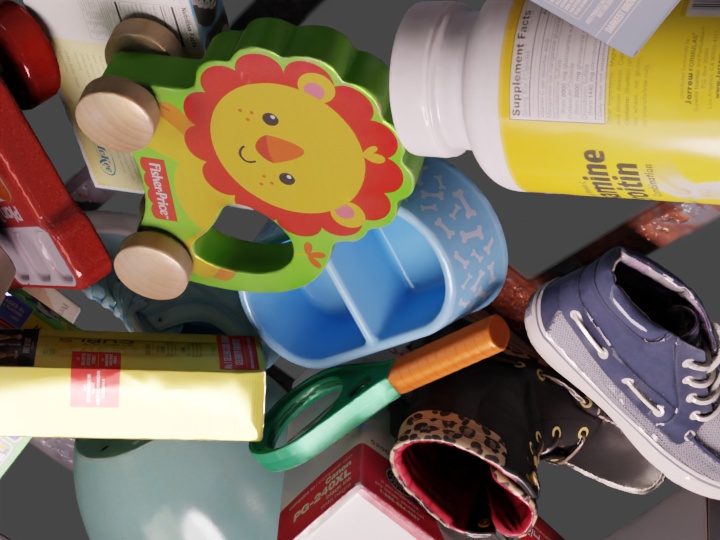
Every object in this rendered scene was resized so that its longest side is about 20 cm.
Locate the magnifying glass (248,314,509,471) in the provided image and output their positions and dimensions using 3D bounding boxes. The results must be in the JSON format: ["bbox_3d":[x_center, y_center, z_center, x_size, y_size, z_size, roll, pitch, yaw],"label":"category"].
[{"bbox_3d":[0.008,0.073,1.099,0.199,0.080,0.022,-29,111,35],"label":"magnifying glass"}]

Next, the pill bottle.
[{"bbox_3d":[0.120,-0.094,0.901,0.198,0.113,0.113,5,140,25],"label":"pill bottle"}]

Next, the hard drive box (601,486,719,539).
[{"bbox_3d":[0.227,0.252,1.256,0.155,0.077,0.200,34,128,-19],"label":"hard drive box"}]

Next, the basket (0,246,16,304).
[{"bbox_3d":[-0.297,0.054,1.024,0.135,0.201,0.181,16,156,36],"label":"basket"}]

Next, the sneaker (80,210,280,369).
[{"bbox_3d":[-0.142,0.020,1.215,0.198,0.082,0.074,14,141,12],"label":"sneaker"}]

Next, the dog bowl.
[{"bbox_3d":[0.000,0.000,1.107,0.199,0.050,0.112,-20,103,43],"label":"dog bowl"}]

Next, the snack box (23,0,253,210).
[{"bbox_3d":[-0.130,-0.123,1.070,0.115,0.037,0.201,9,141,20],"label":"snack box"}]

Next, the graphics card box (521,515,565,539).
[{"bbox_3d":[0.068,0.230,1.383,0.125,0.051,0.199,41,139,-23],"label":"graphics card box"}]

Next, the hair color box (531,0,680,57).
[{"bbox_3d":[0.066,-0.195,0.818,0.199,0.100,0.061,29,144,-6],"label":"hair color box"}]

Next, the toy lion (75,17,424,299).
[{"bbox_3d":[-0.057,-0.061,1.021,0.189,0.069,0.201,9,139,13],"label":"toy lion"}]

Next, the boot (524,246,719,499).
[{"bbox_3d":[0.197,0.067,1.087,0.199,0.073,0.090,36,148,-14],"label":"boot"}]

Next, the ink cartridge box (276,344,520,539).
[{"bbox_3d":[0.028,0.144,1.169,0.145,0.201,0.083,38,114,-18],"label":"ink cartridge box"}]

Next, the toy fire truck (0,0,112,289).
[{"bbox_3d":[-0.237,-0.060,1.088,0.199,0.112,0.169,-2,119,58],"label":"toy fire truck"}]

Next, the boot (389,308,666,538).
[{"bbox_3d":[0.107,0.113,1.126,0.199,0.151,0.073,35,122,-8],"label":"boot"}]

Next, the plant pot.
[{"bbox_3d":[-0.113,0.153,1.281,0.199,0.201,0.162,-10,120,38],"label":"plant pot"}]

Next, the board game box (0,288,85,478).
[{"bbox_3d":[-0.291,0.046,1.164,0.199,0.029,0.135,36,99,-19],"label":"board game box"}]

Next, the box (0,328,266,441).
[{"bbox_3d":[-0.161,0.072,1.137,0.197,0.075,0.051,3,107,-7],"label":"box"}]

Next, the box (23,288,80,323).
[{"bbox_3d":[-0.315,0.014,1.300,0.199,0.096,0.078,38,141,-19],"label":"box"}]
